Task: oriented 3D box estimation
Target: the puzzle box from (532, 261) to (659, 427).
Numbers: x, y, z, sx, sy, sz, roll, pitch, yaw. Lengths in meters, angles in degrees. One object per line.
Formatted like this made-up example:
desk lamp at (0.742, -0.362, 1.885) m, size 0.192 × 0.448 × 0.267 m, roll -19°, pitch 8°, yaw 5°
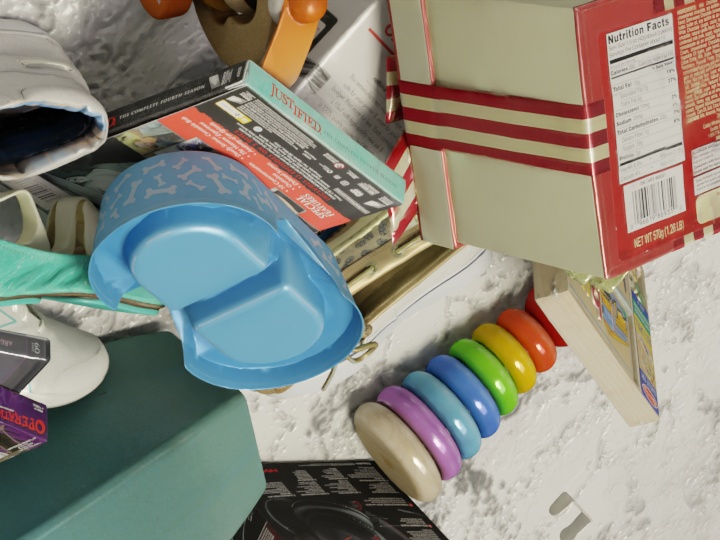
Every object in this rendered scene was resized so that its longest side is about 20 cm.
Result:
puzzle box at (0.164, 0.009, 1.549) m, size 0.025 × 0.134 × 0.200 m, roll -14°, pitch 146°, yaw 20°

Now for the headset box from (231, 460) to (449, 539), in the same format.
headset box at (-0.004, 0.218, 1.523) m, size 0.148 × 0.200 × 0.075 m, roll 2°, pitch 119°, yaw -40°

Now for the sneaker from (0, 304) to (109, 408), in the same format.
sneaker at (-0.226, 0.029, 1.303) m, size 0.200 × 0.070 × 0.080 m, roll 14°, pitch 106°, yaw -42°

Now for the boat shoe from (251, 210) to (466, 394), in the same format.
boat shoe at (0.003, 0.009, 1.381) m, size 0.200 × 0.063 × 0.073 m, roll -48°, pitch 161°, yaw 4°

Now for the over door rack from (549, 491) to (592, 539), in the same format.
over door rack at (0.074, 0.212, 1.618) m, size 0.067 × 0.148 × 0.200 m, roll 28°, pitch 102°, yaw -45°

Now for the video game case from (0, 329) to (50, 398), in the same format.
video game case at (-0.293, 0.058, 1.224) m, size 0.199 × 0.019 × 0.143 m, roll 13°, pitch 145°, yaw -28°

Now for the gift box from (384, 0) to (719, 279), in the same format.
gift box at (0.122, -0.091, 1.297) m, size 0.184 × 0.186 × 0.201 m, roll -16°, pitch 111°, yaw -35°

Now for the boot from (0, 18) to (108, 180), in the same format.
boot at (-0.235, -0.091, 1.186) m, size 0.199 × 0.096 × 0.074 m, roll -10°, pitch 126°, yaw -33°

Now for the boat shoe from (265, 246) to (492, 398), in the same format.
boat shoe at (0.004, 0.002, 1.460) m, size 0.202 × 0.075 × 0.086 m, roll -32°, pitch 136°, yaw -19°

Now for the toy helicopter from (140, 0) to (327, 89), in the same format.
toy helicopter at (-0.052, -0.191, 1.207) m, size 0.079 × 0.132 × 0.200 m, roll -14°, pitch 142°, yaw -30°

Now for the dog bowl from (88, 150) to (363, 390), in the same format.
dog bowl at (-0.078, 0.000, 1.273) m, size 0.111 × 0.050 × 0.200 m, roll -25°, pitch 141°, yaw 18°

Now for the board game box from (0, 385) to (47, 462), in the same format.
board game box at (-0.292, 0.103, 1.259) m, size 0.200 × 0.032 × 0.120 m, roll -25°, pitch 142°, yaw 30°

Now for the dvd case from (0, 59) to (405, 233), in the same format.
dvd case at (-0.095, -0.053, 1.275) m, size 0.199 × 0.022 × 0.146 m, roll -18°, pitch 143°, yaw 35°

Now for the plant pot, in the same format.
plant pot at (-0.167, 0.140, 1.385) m, size 0.200 × 0.141 × 0.142 m, roll -32°, pitch 136°, yaw -24°

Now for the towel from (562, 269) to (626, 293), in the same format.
towel at (0.137, -0.098, 1.434) m, size 0.148 × 0.200 × 0.036 m, roll -44°, pitch -178°, yaw 0°

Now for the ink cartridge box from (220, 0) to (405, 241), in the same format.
ink cartridge box at (-0.012, -0.113, 1.365) m, size 0.200 × 0.068 × 0.116 m, roll -47°, pitch 138°, yaw 1°

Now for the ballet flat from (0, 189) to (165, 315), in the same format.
ballet flat at (-0.181, -0.010, 1.263) m, size 0.200 × 0.067 × 0.071 m, roll 2°, pitch 96°, yaw -50°

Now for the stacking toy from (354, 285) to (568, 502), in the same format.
stacking toy at (0.094, 0.075, 1.586) m, size 0.200 × 0.085 × 0.086 m, roll -39°, pitch 137°, yaw -13°
